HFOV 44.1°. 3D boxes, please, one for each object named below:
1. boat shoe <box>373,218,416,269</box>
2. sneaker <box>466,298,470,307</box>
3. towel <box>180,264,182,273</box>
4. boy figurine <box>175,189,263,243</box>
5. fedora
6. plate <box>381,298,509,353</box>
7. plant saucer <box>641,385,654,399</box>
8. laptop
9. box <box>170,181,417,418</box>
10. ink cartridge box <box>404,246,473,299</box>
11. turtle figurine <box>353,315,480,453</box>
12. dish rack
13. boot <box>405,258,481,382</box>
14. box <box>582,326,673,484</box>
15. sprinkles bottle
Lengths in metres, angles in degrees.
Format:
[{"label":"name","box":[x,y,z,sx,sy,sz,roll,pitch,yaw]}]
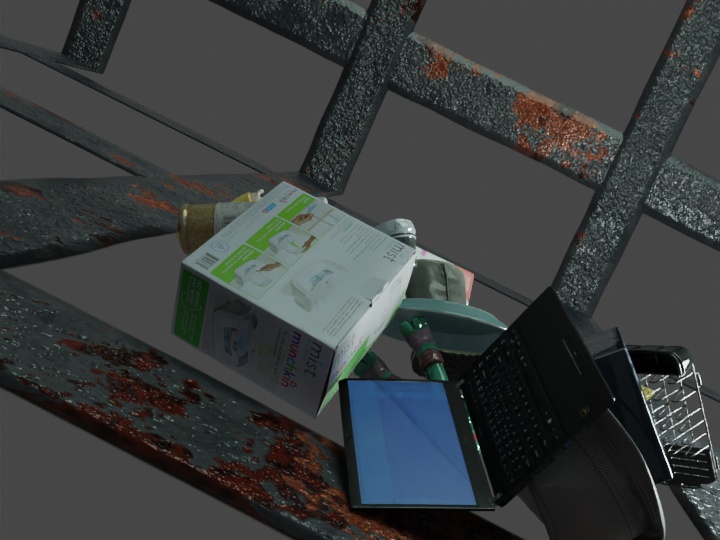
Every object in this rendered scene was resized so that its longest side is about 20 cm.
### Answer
[{"label":"boat shoe","box":[0.000,0.000,1.162,0.071,0.073,0.199,6,-24,-34]},{"label":"sneaker","box":[0.154,0.123,1.293,0.089,0.067,0.202,-20,52,-14]},{"label":"towel","box":[-0.125,0.044,1.057,0.144,0.030,0.200,22,10,-31]},{"label":"boy figurine","box":[-0.161,-0.056,1.247,0.195,0.127,0.065,6,-17,2]},{"label":"fedora","box":[0.180,0.183,0.776,0.178,0.089,0.201,54,-7,33]},{"label":"plate","box":[0.097,0.064,1.062,0.195,0.026,0.201,10,-15,3]},{"label":"plant saucer","box":[0.292,0.167,1.309,0.196,0.050,0.199,22,-13,-19]},{"label":"laptop","box":[0.085,0.100,0.746,0.103,0.200,0.178,35,19,-21]},{"label":"box","box":[-0.062,0.019,0.902,0.174,0.098,0.200,27,37,12]},{"label":"ink cartridge box","box":[0.071,0.026,1.403,0.197,0.118,0.068,25,-35,-9]},{"label":"turtle figurine","box":[0.076,0.133,0.910,0.147,0.103,0.200,-22,33,-16]},{"label":"dish rack","box":[0.382,0.192,1.165,0.054,0.205,0.152,-21,10,-34]},{"label":"boot","box":[0.142,0.075,1.252,0.178,0.074,0.202,18,31,-10]},{"label":"box","box":[0.284,0.164,1.050,0.200,0.105,0.152,-15,84,-75]},{"label":"sprinkles bottle","box":[-0.139,-0.059,1.178,0.195,0.070,0.068,-2,9,2]}]
